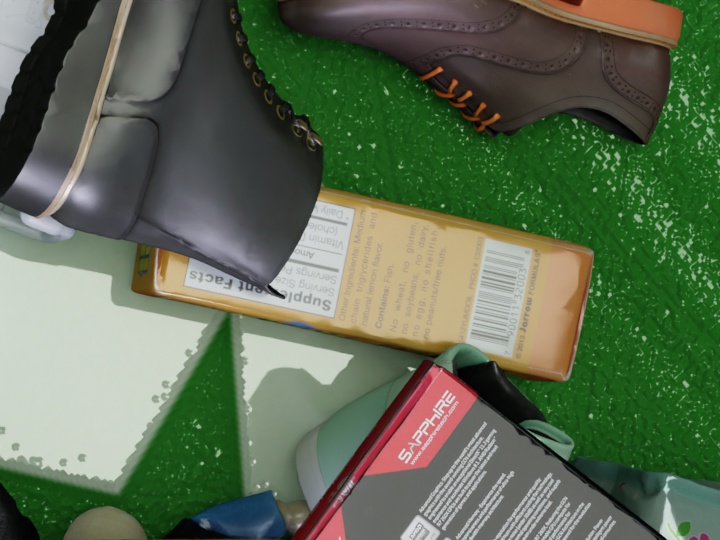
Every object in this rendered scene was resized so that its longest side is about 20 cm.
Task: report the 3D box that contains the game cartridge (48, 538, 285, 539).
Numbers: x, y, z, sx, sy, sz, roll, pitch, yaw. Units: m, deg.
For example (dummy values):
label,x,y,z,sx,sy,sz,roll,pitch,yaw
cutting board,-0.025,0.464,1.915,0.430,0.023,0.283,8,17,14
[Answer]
label,x,y,z,sx,sy,sz,roll,pitch,yaw
game cartridge,-0.107,0.209,0.985,0.176,0.032,0.201,6,95,-41

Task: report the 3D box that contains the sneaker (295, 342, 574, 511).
label,x,y,z,sx,sy,sz,roll,pitch,yaw
sneaker,0.054,0.130,1.038,0.074,0.118,0.201,-4,61,-50

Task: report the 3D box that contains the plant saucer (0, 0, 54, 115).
label,x,y,z,sx,sy,sz,roll,pitch,yaw
plant saucer,-0.168,-0.108,1.077,0.070,0.019,0.201,33,79,-11

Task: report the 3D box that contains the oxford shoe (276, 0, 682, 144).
label,x,y,z,sx,sy,sz,roll,pitch,yaw
oxford shoe,0.054,-0.100,1.107,0.199,0.071,0.073,7,90,-14

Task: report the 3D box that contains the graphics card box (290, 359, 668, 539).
label,x,y,z,sx,sy,sz,roll,pitch,yaw
graphics card box,0.069,0.145,0.992,0.200,0.051,0.126,37,86,-5

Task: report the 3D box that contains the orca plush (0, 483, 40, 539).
label,x,y,z,sx,sy,sz,roll,pitch,yaw
orca plush,-0.143,0.148,1.033,0.071,0.105,0.201,-19,101,-33

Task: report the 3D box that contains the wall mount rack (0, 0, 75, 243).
label,x,y,z,sx,sy,sz,roll,pitch,yaw
wall mount rack,-0.187,-0.098,1.022,0.173,0.075,0.201,20,82,-15

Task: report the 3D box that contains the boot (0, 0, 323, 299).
label,x,y,z,sx,sy,sz,roll,pitch,yaw
boot,-0.058,-0.099,1.007,0.138,0.077,0.201,23,93,-26

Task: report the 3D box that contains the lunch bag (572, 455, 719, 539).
label,x,y,z,sx,sy,sz,roll,pitch,yaw
lunch bag,0.185,0.188,1.099,0.199,0.122,0.171,16,85,-18

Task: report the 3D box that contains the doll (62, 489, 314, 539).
label,x,y,z,sx,sy,sz,roll,pitch,yaw
doll,-0.047,0.169,1.076,0.200,0.048,0.137,34,73,-10

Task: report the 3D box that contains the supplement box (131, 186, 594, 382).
label,x,y,z,sx,sy,sz,roll,pitch,yaw
supplement box,0.000,0.000,1.089,0.199,0.067,0.069,14,86,-13
